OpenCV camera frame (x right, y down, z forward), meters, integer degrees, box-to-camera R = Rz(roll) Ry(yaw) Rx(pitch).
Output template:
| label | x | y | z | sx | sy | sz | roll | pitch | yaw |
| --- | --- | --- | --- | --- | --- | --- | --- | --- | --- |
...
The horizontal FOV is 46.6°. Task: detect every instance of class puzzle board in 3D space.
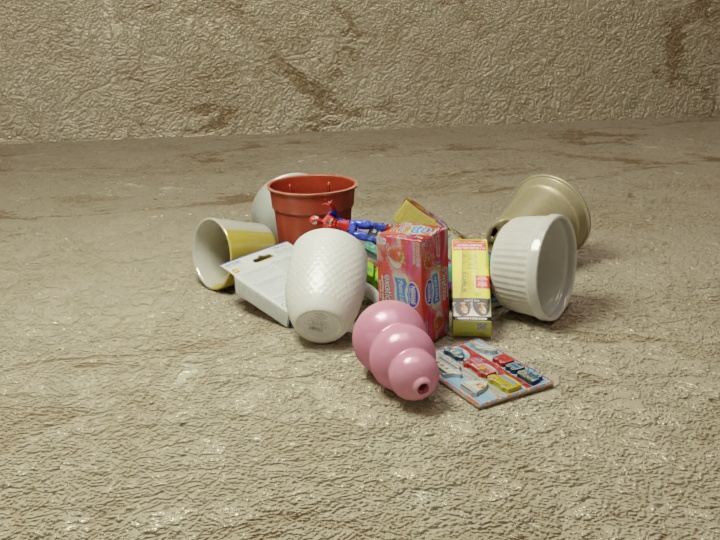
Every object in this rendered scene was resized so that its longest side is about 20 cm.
| label | x | y | z | sx | sy | sz | roll | pitch | yaw |
| --- | --- | --- | --- | --- | --- | --- | --- | --- | --- |
| puzzle board | 0.195 | 0.162 | 1.371 | 0.150 | 0.018 | 0.200 | -11 | 21 | -27 |

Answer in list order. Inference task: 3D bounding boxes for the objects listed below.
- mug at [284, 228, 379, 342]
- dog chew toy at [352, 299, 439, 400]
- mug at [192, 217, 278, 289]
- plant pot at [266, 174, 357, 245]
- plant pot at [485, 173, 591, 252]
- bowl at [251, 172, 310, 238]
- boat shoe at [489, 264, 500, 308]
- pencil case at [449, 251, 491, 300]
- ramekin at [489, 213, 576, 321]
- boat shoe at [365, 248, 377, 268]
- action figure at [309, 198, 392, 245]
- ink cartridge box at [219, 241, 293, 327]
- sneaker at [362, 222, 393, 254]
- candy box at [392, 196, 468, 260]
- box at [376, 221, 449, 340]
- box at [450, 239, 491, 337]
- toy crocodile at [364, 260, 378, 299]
| label | x | y | z | sx | sy | sz | roll | pitch | yaw |
| --- | --- | --- | --- | --- | --- | --- | --- | --- | --- |
| mug | -0.043 | 0.047 | 1.525 | 0.199 | 0.148 | 0.176 | 25 | 42 | -17 |
| dog chew toy | 0.063 | 0.132 | 1.317 | 0.123 | 0.126 | 0.200 | -7 | 28 | -18 |
| mug | -0.251 | -0.025 | 1.788 | 0.152 | 0.188 | 0.149 | -7 | -24 | -44 |
| plant pot | -0.102 | -0.096 | 1.842 | 0.199 | 0.197 | 0.201 | -1 | 19 | 0 |
| plant pot | 0.378 | -0.086 | 1.854 | 0.199 | 0.202 | 0.183 | 15 | 36 | 38 |
| bowl | -0.153 | -0.124 | 1.978 | 0.199 | 0.202 | 0.091 | -6 | 39 | -16 |
| boat shoe | 0.274 | 0.027 | 1.667 | 0.072 | 0.073 | 0.199 | 16 | 25 | 40 |
| pencil case | 0.188 | 0.011 | 1.692 | 0.199 | 0.093 | 0.085 | -16 | -16 | -41 |
| ramekin | 0.326 | -0.010 | 1.585 | 0.104 | 0.202 | 0.200 | 7 | 20 | 34 |
| boat shoe | -0.033 | -0.018 | 1.700 | 0.201 | 0.065 | 0.074 | 13 | 18 | -30 |
| action figure | -0.011 | -0.091 | 1.695 | 0.198 | 0.066 | 0.099 | 10 | -9 | 8 |
| ink cartridge box | -0.147 | 0.024 | 1.670 | 0.199 | 0.044 | 0.196 | 30 | 34 | 30 |
| sneaker | 0.022 | -0.013 | 1.821 | 0.074 | 0.088 | 0.200 | 18 | 49 | 23 |
| candy box | 0.168 | -0.082 | 1.842 | 0.199 | 0.057 | 0.117 | 36 | 11 | -1 |
| box | 0.095 | 0.025 | 1.485 | 0.095 | 0.202 | 0.099 | 10 | 21 | 34 |
| box | 0.206 | 0.030 | 1.560 | 0.075 | 0.050 | 0.201 | 2 | 49 | 5 |
| toy crocodile | 0.000 | 0.000 | 1.645 | 0.199 | 0.067 | 0.062 | 31 | 40 | -27 |
